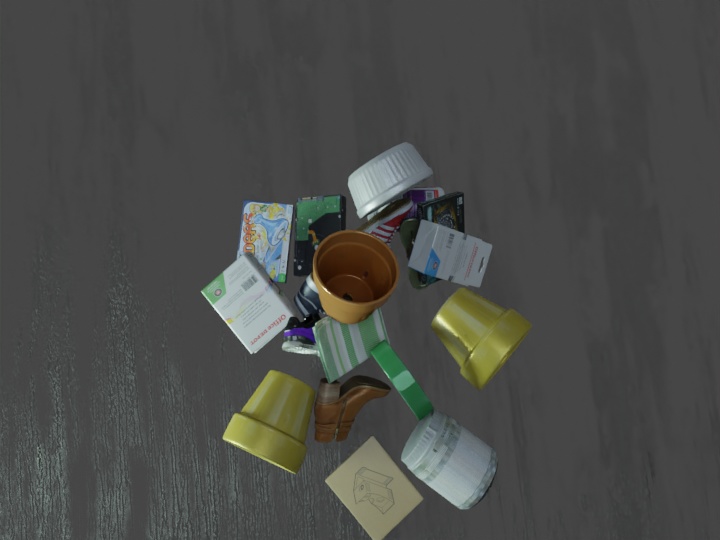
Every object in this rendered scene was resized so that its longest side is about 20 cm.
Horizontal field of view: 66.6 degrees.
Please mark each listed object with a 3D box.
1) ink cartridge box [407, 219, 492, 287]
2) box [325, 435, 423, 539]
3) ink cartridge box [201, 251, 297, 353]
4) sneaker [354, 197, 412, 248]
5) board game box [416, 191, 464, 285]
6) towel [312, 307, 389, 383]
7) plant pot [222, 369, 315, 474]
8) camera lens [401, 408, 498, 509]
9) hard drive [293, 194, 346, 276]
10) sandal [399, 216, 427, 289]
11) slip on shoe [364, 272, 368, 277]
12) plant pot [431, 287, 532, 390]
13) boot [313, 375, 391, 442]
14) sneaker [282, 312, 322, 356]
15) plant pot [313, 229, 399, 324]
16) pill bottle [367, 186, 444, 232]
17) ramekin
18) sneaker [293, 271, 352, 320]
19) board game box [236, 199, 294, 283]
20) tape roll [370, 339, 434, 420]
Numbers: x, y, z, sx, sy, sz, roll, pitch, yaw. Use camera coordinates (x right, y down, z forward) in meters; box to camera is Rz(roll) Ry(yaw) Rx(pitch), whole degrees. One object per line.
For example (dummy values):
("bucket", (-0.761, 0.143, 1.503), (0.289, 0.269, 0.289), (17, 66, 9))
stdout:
("ink cartridge box", (0.217, -0.036, 1.311), (0.197, 0.066, 0.119), (15, 95, -37))
("box", (0.034, 0.546, 1.369), (0.163, 0.021, 0.201), (-41, 86, -4))
("ink cartridge box", (-0.273, 0.079, 1.366), (0.144, 0.084, 0.201), (-39, 95, 3))
("sneaker", (0.066, -0.082, 1.333), (0.198, 0.072, 0.113), (-34, 107, 18))
("board game box", (0.201, -0.079, 1.347), (0.133, 0.028, 0.205), (-18, 114, -29))
("towel", (-0.018, 0.160, 1.338), (0.198, 0.023, 0.156), (-27, 108, -33))
("plant pot", (-0.202, 0.354, 1.314), (0.197, 0.201, 0.192), (23, 68, 2))
("camera lens", (0.216, 0.451, 1.311), (0.198, 0.160, 0.162), (35, 85, 4))
("hard drive", (-0.104, -0.088, 1.407), (0.136, 0.038, 0.206), (-3, 84, 24))
("sandal", (0.148, -0.039, 1.374), (0.078, 0.058, 0.205), (-11, 114, 6))
("slip on shoe", (0.000, 0.000, 1.401), (0.073, 0.061, 0.205), (-11, 82, -30))
("plant pot", (0.282, 0.150, 1.331), (0.188, 0.201, 0.201), (41, 85, 20))
("boot", (-0.022, 0.350, 1.365), (0.196, 0.076, 0.159), (3, 100, -27))
("sneaker", (-0.101, 0.156, 1.350), (0.197, 0.069, 0.102), (17, 65, -40))
("plant pot", (-0.020, 0.028, 1.270), (0.195, 0.141, 0.204), (6, 55, -9))
("pill bottle", (0.116, -0.156, 1.401), (0.194, 0.112, 0.116), (0, 84, 0))
("ramekin", (0.061, -0.209, 1.245), (0.200, 0.202, 0.096), (-30, 92, -3))
("sneaker", (-0.078, 0.096, 1.396), (0.198, 0.071, 0.109), (35, 115, -20))
("board game box", (-0.249, -0.075, 1.429), (0.132, 0.034, 0.206), (5, 84, 0))
("tape roll", (0.099, 0.261, 1.311), (0.048, 0.201, 0.202), (-36, 85, -5))
